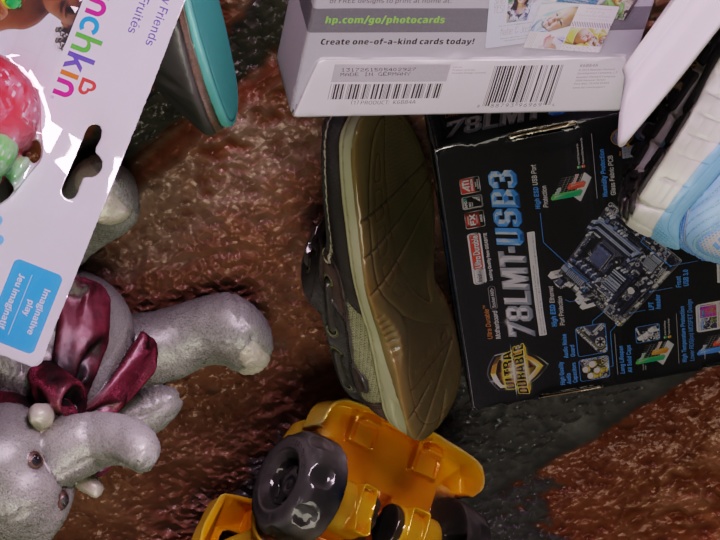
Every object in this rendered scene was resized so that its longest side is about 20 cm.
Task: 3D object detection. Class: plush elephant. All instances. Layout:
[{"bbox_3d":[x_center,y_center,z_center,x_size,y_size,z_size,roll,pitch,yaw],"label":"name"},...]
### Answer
[{"bbox_3d":[-0.155,0.068,1.262,0.199,0.155,0.165,-22,134,12],"label":"plush elephant"}]

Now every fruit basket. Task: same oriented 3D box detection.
[{"bbox_3d":[-0.193,-0.081,1.069,0.199,0.186,0.094,21,170,4],"label":"fruit basket"}]

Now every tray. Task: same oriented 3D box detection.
[{"bbox_3d":[0.161,-0.135,1.109,0.022,0.200,0.108,36,125,1],"label":"tray"}]

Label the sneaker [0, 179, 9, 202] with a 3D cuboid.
[{"bbox_3d":[-0.251,-0.056,1.171,0.199,0.091,0.076,22,126,-30],"label":"sneaker"}]

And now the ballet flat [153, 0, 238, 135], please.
[{"bbox_3d":[-0.100,-0.148,1.128,0.068,0.068,0.201,-3,125,7],"label":"ballet flat"}]

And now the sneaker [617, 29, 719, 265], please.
[{"bbox_3d":[0.205,-0.088,1.185,0.090,0.078,0.201,32,100,-10],"label":"sneaker"}]

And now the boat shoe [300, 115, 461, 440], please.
[{"bbox_3d":[0.001,0.000,1.284,0.066,0.072,0.202,12,135,29],"label":"boat shoe"}]

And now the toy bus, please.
[{"bbox_3d":[-0.041,0.179,1.409,0.135,0.201,0.192,27,163,-30],"label":"toy bus"}]

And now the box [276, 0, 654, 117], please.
[{"bbox_3d":[0.057,-0.149,1.058,0.155,0.041,0.201,-3,138,-16],"label":"box"}]

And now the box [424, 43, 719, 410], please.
[{"bbox_3d":[0.139,-0.024,1.297,0.197,0.050,0.201,-10,135,1],"label":"box"}]
